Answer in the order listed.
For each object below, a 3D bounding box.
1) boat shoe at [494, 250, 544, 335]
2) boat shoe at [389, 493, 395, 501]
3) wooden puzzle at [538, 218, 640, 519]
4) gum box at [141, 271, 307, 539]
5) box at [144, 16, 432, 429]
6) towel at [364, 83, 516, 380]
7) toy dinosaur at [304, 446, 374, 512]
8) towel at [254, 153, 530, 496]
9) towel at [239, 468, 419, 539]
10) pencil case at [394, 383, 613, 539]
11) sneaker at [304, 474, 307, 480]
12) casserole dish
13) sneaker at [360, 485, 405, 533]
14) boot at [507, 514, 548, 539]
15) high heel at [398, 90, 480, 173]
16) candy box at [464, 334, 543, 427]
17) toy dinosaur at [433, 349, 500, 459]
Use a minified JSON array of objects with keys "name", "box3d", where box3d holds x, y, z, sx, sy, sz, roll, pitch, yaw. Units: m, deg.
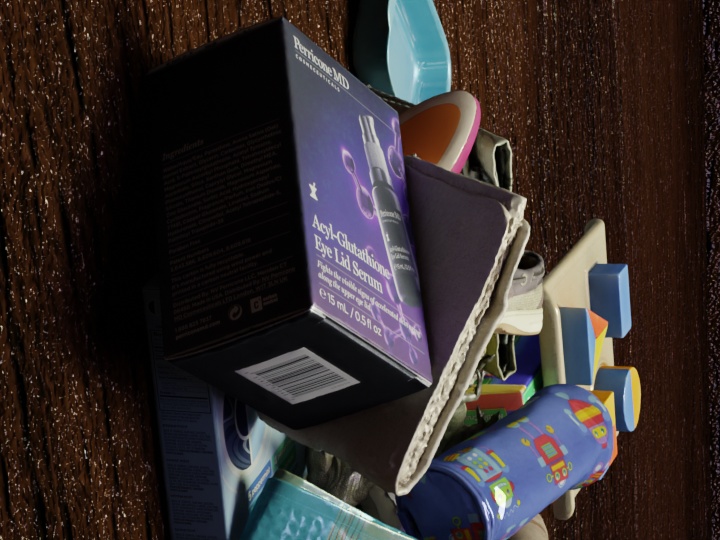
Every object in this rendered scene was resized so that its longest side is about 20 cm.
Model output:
[{"name":"boat shoe","box3d":[0.075,0.008,1.501,0.200,0.072,0.065,7,92,-62]},{"name":"boat shoe","box3d":[0.038,0.193,1.755,0.200,0.068,0.072,36,35,-65]},{"name":"wooden puzzle","box3d":[0.183,0.074,1.719,0.200,0.046,0.186,-48,134,-65]},{"name":"gum box","box3d":[-0.083,0.073,1.431,0.170,0.044,0.201,-52,141,-62]},{"name":"box","box3d":[-0.044,-0.026,1.325,0.148,0.104,0.201,33,44,-54]},{"name":"towel","box3d":[0.049,-0.031,1.659,0.034,0.200,0.194,-15,113,-30]},{"name":"toy dinosaur","box3d":[-0.007,0.111,1.479,0.102,0.077,0.201,-41,-147,54]},{"name":"towel","box3d":[0.022,0.028,1.376,0.034,0.132,0.201,29,86,-50]},{"name":"towel","box3d":[-0.039,0.244,1.397,0.146,0.022,0.201,30,78,-24]},{"name":"pencil case","box3d":[0.101,0.141,1.521,0.200,0.087,0.078,-24,88,-53]},{"name":"sneaker","box3d":[-0.009,0.216,1.622,0.200,0.084,0.073,71,29,-45]},{"name":"casserole dish","box3d":[0.033,-0.170,1.788,0.200,0.039,0.122,63,33,-59]},{"name":"sneaker","box3d":[0.007,0.218,1.510,0.200,0.082,0.075,-114,178,-45]},{"name":"boot","box3d":[0.064,0.252,1.578,0.070,0.200,0.146,42,10,-24]},{"name":"high heel","box3d":[0.025,-0.026,1.478,0.200,0.067,0.096,-57,149,-7]},{"name":"candy box","box3d":[0.073,0.096,1.726,0.200,0.168,0.077,-49,133,-64]},{"name":"toy dinosaur","box3d":[0.069,0.109,1.567,0.088,0.047,0.201,-44,149,-42]}]
